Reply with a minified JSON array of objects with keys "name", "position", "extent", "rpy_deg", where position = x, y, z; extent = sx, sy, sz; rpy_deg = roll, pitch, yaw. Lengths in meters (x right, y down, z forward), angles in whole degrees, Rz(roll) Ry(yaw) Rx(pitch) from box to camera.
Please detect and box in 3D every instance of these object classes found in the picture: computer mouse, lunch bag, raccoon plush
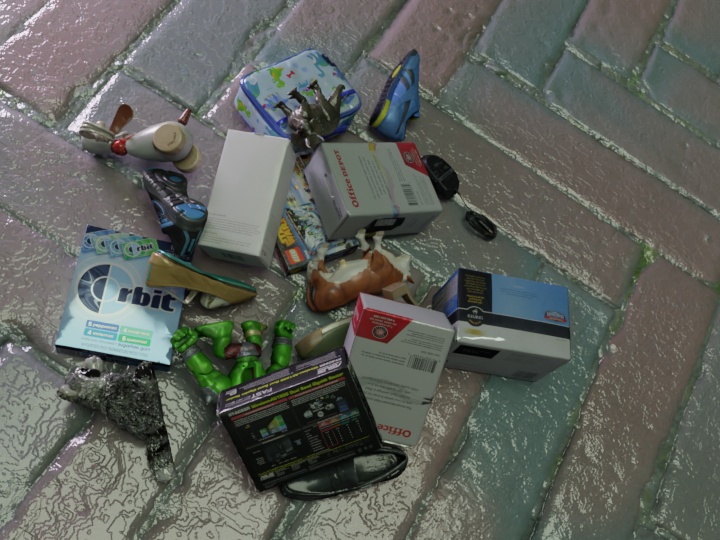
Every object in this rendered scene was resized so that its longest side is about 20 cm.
[{"name":"computer mouse","position":[0.177,-0.132,1.491],"extent":[0.200,0.034,0.059],"rpy_deg":[51,47,4]},{"name":"lunch bag","position":[-0.107,-0.299,1.442],"extent":[0.200,0.082,0.161],"rpy_deg":[-29,76,-32]},{"name":"raccoon plush","position":[-0.351,0.216,1.156],"extent":[0.134,0.097,0.201],"rpy_deg":[-13,71,-12]}]

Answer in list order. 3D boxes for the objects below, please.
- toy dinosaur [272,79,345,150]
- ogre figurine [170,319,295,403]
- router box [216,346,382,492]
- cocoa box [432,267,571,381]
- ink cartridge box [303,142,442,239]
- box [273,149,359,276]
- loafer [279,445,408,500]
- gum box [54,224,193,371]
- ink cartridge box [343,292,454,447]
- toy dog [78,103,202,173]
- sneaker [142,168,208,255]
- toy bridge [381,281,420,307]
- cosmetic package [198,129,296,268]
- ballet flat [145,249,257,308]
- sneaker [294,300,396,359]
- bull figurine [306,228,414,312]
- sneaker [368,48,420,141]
[{"name":"toy dinosaur","position":[-0.078,-0.258,1.353],"extent":[0.102,0.077,0.200],"rpy_deg":[56,33,-5]},{"name":"ogre figurine","position":[-0.182,0.138,1.225],"extent":[0.200,0.098,0.120],"rpy_deg":[11,60,-53]},{"name":"router box","position":[-0.086,0.214,1.162],"extent":[0.199,0.062,0.150],"rpy_deg":[-20,115,2]},{"name":"cocoa box","position":[0.230,0.092,1.345],"extent":[0.199,0.133,0.132],"rpy_deg":[10,64,-11]},{"name":"ink cartridge box","position":[0.020,-0.139,1.387],"extent":[0.199,0.083,0.146],"rpy_deg":[-6,65,-34]},{"name":"box","position":[-0.106,-0.102,1.388],"extent":[0.137,0.040,0.200],"rpy_deg":[-19,73,-23]},{"name":"loafer","position":[-0.024,0.300,1.218],"extent":[0.200,0.070,0.068],"rpy_deg":[-7,69,-18]},{"name":"gum box","position":[-0.360,0.042,1.250],"extent":[0.169,0.045,0.201],"rpy_deg":[11,65,-12]},{"name":"ink cartridge box","position":[0.041,0.153,1.237],"extent":[0.144,0.084,0.201],"rpy_deg":[15,104,-9]},{"name":"toy dog","position":[-0.353,-0.230,1.326],"extent":[0.199,0.132,0.097],"rpy_deg":[14,74,-10]},{"name":"sneaker","position":[-0.307,-0.100,1.292],"extent":[0.073,0.082,0.200],"rpy_deg":[1,31,-31]},{"name":"toy bridge","position":[0.088,0.112,1.306],"extent":[0.067,0.027,0.201],"rpy_deg":[-25,108,-34]},{"name":"cosmetic package","position":[-0.180,-0.116,1.311],"extent":[0.107,0.085,0.201],"rpy_deg":[12,77,9]},{"name":"ballet flat","position":[-0.249,0.026,1.254],"extent":[0.200,0.069,0.063],"rpy_deg":[25,87,-42]},{"name":"sneaker","position":[0.000,0.120,1.301],"extent":[0.200,0.067,0.090],"rpy_deg":[-20,71,-29]},{"name":"bull figurine","position":[0.000,0.000,1.339],"extent":[0.200,0.065,0.122],"rpy_deg":[-24,118,-17]},{"name":"sneaker","position":[0.083,-0.329,1.532],"extent":[0.078,0.066,0.201],"rpy_deg":[29,62,-15]}]
